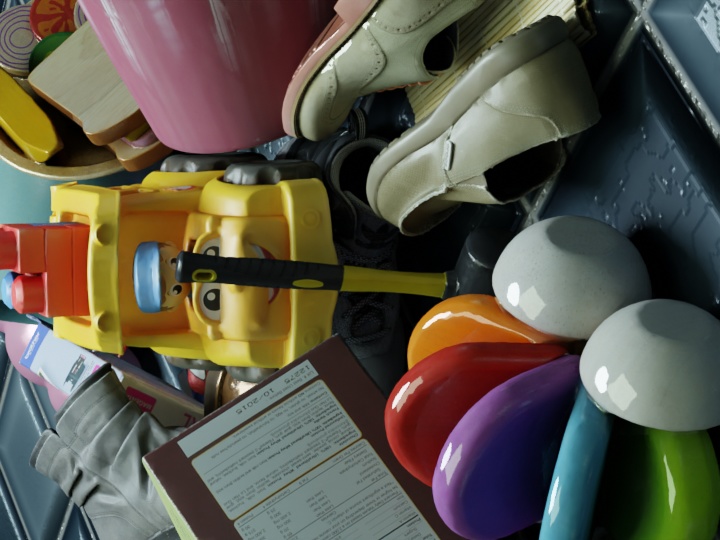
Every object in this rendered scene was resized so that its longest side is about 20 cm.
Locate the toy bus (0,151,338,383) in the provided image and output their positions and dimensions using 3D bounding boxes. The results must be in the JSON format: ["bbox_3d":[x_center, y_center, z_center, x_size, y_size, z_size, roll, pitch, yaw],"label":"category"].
[{"bbox_3d":[-0.127,-0.003,1.308,0.200,0.192,0.136,-169,79,-64],"label":"toy bus"}]

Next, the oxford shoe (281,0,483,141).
[{"bbox_3d":[0.011,-0.121,1.241,0.074,0.071,0.200,33,149,-2],"label":"oxford shoe"}]

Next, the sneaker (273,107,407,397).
[{"bbox_3d":[0.000,0.000,1.339,0.114,0.075,0.200,147,112,-64],"label":"sneaker"}]

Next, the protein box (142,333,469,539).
[{"bbox_3d":[-0.002,0.183,1.248,0.200,0.135,0.199,53,169,26],"label":"protein box"}]

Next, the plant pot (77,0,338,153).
[{"bbox_3d":[-0.091,-0.180,1.343,0.200,0.200,0.179,34,145,54],"label":"plant pot"}]

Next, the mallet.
[{"bbox_3d":[-0.001,-0.003,1.220,0.041,0.200,0.066,-99,25,-47],"label":"mallet"}]

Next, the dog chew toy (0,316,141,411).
[{"bbox_3d":[-0.245,0.039,1.788,0.200,0.125,0.125,62,149,16],"label":"dog chew toy"}]

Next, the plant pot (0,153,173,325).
[{"bbox_3d":[-0.223,-0.044,1.638,0.201,0.201,0.161,-9,74,63],"label":"plant pot"}]

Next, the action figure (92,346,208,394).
[{"bbox_3d":[-0.131,-0.010,1.510,0.065,0.099,0.200,137,133,-58],"label":"action figure"}]

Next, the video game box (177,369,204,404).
[{"bbox_3d":[-0.057,0.121,1.534,0.200,0.047,0.182,-46,62,58],"label":"video game box"}]

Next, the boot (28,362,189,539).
[{"bbox_3d":[-0.128,0.108,1.389,0.132,0.070,0.200,50,118,6],"label":"boot"}]

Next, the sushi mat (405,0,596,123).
[{"bbox_3d":[0.069,-0.137,1.225,0.200,0.012,0.096,-40,64,60],"label":"sushi mat"}]

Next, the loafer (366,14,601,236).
[{"bbox_3d":[0.065,-0.063,1.186,0.067,0.076,0.200,57,151,10],"label":"loafer"}]

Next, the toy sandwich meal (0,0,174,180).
[{"bbox_3d":[-0.190,-0.147,1.537,0.205,0.205,0.070,59,176,34],"label":"toy sandwich meal"}]

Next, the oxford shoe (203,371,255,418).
[{"bbox_3d":[-0.062,0.152,1.434,0.071,0.071,0.200,14,111,54],"label":"oxford shoe"}]

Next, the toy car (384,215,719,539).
[{"bbox_3d":[0.094,0.082,1.109,0.200,0.150,0.175,48,139,46],"label":"toy car"}]

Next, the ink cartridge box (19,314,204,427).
[{"bbox_3d":[-0.166,0.088,1.556,0.042,0.119,0.200,-62,30,-1],"label":"ink cartridge box"}]
